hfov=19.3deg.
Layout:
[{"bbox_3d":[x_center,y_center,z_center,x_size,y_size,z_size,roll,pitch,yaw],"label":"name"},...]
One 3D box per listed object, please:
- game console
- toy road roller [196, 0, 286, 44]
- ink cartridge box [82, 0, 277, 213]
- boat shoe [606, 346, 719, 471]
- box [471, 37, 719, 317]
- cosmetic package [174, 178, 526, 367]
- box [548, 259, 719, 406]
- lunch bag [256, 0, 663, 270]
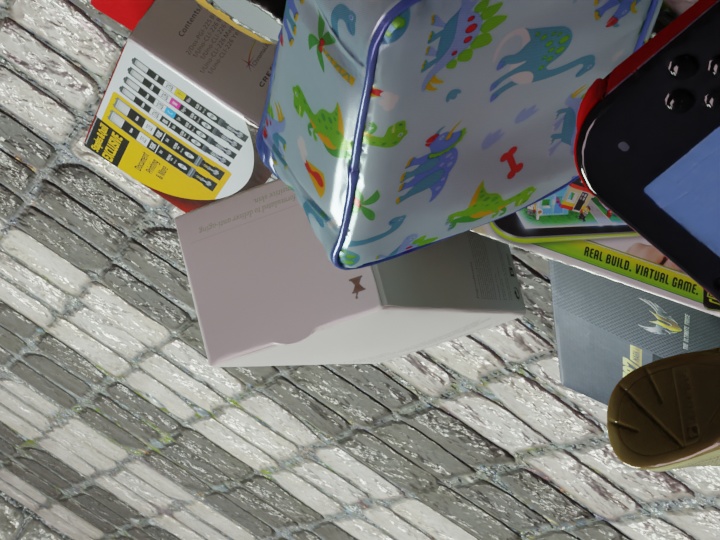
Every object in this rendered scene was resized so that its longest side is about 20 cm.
[{"bbox_3d":[0.200,-0.047,0.824,0.200,0.031,0.177,37,121,-27],"label":"game console"},{"bbox_3d":[-0.069,-0.176,0.949,0.200,0.123,0.146,30,172,3],"label":"toy road roller"},{"bbox_3d":[-0.088,-0.106,1.192,0.175,0.084,0.200,33,161,-4],"label":"ink cartridge box"},{"bbox_3d":[0.218,0.064,1.048,0.200,0.073,0.063,-20,157,38],"label":"boat shoe"},{"bbox_3d":[0.104,-0.059,0.996,0.200,0.035,0.110,20,115,29],"label":"box"},{"bbox_3d":[0.000,0.000,1.137,0.107,0.085,0.200,-18,169,22],"label":"cosmetic package"},{"bbox_3d":[0.186,0.038,1.178,0.157,0.051,0.200,25,159,18],"label":"box"},{"bbox_3d":[0.045,-0.094,0.877,0.083,0.160,0.200,58,159,25],"label":"lunch bag"}]
